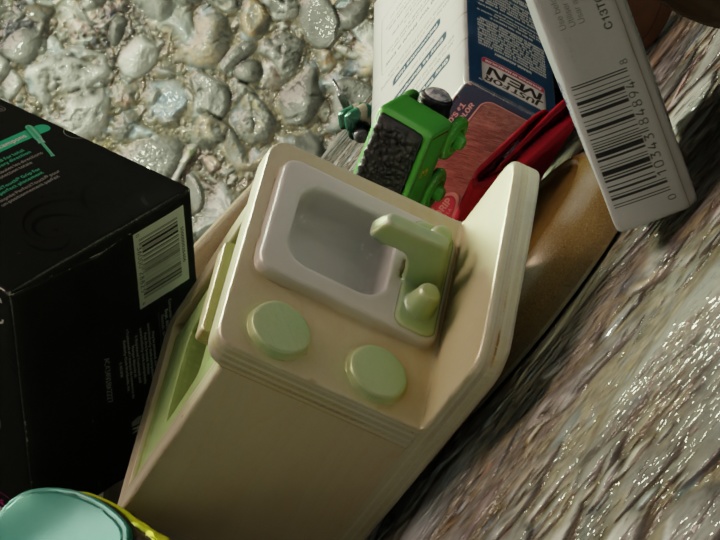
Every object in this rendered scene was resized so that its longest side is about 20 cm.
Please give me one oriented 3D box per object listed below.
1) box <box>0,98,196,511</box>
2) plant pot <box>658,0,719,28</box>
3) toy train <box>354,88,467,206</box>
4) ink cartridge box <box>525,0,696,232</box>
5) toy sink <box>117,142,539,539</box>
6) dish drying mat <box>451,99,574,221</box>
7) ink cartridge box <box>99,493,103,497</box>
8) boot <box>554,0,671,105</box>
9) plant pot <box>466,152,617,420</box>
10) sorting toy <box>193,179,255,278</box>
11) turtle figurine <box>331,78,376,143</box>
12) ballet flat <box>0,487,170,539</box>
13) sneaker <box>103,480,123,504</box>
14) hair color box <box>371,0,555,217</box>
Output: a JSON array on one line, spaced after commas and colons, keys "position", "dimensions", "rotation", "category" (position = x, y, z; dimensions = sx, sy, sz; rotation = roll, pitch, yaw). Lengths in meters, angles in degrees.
[{"position": [-0.191, 0.010, 1.360], "dimensions": [0.124, 0.200, 0.149], "rotation": [-32, -46, -38], "category": "box"}, {"position": [0.170, -0.201, 1.165], "dimensions": [0.200, 0.200, 0.174], "rotation": [-47, 23, 38], "category": "plant pot"}, {"position": [0.000, 0.000, 1.348], "dimensions": [0.056, 0.042, 0.200], "rotation": [-33, -31, -58], "category": "toy train"}, {"position": [0.093, -0.131, 1.207], "dimensions": [0.043, 0.197, 0.200], "rotation": [-21, 10, 6], "category": "ink cartridge box"}, {"position": [-0.020, 0.032, 1.222], "dimensions": [0.200, 0.112, 0.131], "rotation": [-53, 18, 45], "category": "toy sink"}, {"position": [0.062, -0.024, 1.412], "dimensions": [0.077, 0.018, 0.200], "rotation": [-43, -8, -24], "category": "dish drying mat"}, {"position": [-0.203, 0.126, 1.509], "dimensions": [0.196, 0.043, 0.200], "rotation": [-50, -28, -41], "category": "ink cartridge box"}, {"position": [0.129, -0.161, 1.621], "dimensions": [0.200, 0.070, 0.146], "rotation": [-58, 13, 27], "category": "boot"}, {"position": [0.066, 0.013, 1.320], "dimensions": [0.200, 0.027, 0.200], "rotation": [-51, 6, 8], "category": "plant pot"}, {"position": [-0.064, 0.055, 1.546], "dimensions": [0.200, 0.036, 0.185], "rotation": [-57, -34, -56], "category": "sorting toy"}, {"position": [0.021, -0.035, 1.591], "dimensions": [0.150, 0.100, 0.200], "rotation": [87, -166, -47], "category": "turtle figurine"}, {"position": [-0.091, 0.148, 1.187], "dimensions": [0.200, 0.067, 0.067], "rotation": [13, 65, 51], "category": "ballet flat"}, {"position": [-0.129, 0.194, 1.563], "dimensions": [0.200, 0.080, 0.086], "rotation": [-61, -21, -25], "category": "sneaker"}, {"position": [0.056, -0.117, 1.529], "dimensions": [0.100, 0.060, 0.200], "rotation": [-52, 22, 33], "category": "hair color box"}]
